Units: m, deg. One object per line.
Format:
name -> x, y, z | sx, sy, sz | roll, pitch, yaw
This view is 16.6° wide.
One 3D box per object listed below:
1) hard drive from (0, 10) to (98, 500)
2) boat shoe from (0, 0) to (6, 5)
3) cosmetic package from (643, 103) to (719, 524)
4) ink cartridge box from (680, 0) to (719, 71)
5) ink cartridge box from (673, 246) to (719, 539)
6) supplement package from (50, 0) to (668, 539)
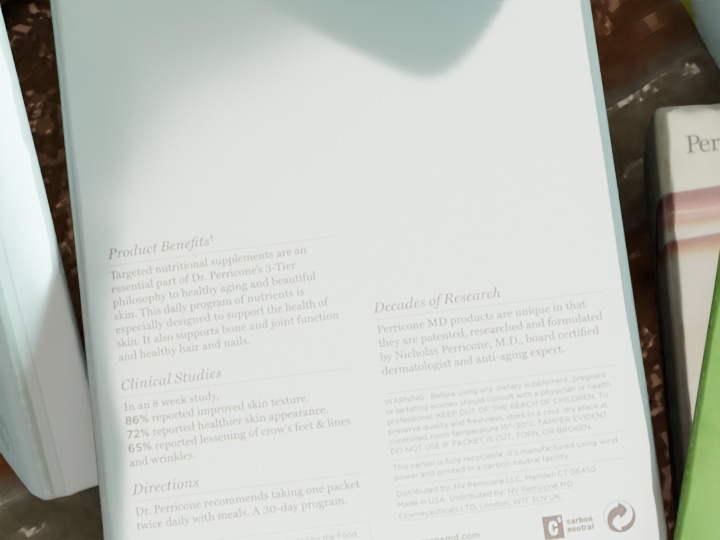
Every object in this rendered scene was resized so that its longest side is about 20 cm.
hard drive -> -0.122, -0.048, 0.712 | 0.026, 0.132, 0.200 | -19, 117, -18
boat shoe -> -0.183, -0.045, 0.800 | 0.200, 0.076, 0.074 | -36, 112, -13
cosmetic package -> 0.144, 0.052, 0.751 | 0.103, 0.087, 0.200 | -6, 79, 4
ink cartridge box -> 0.123, -0.142, 0.716 | 0.083, 0.145, 0.200 | -16, 43, -2
ink cartridge box -> 0.187, 0.069, 0.652 | 0.200, 0.076, 0.148 | 9, 82, 12
supplement package -> 0.000, 0.000, 0.735 | 0.151, 0.151, 0.200 | -7, 79, 2
